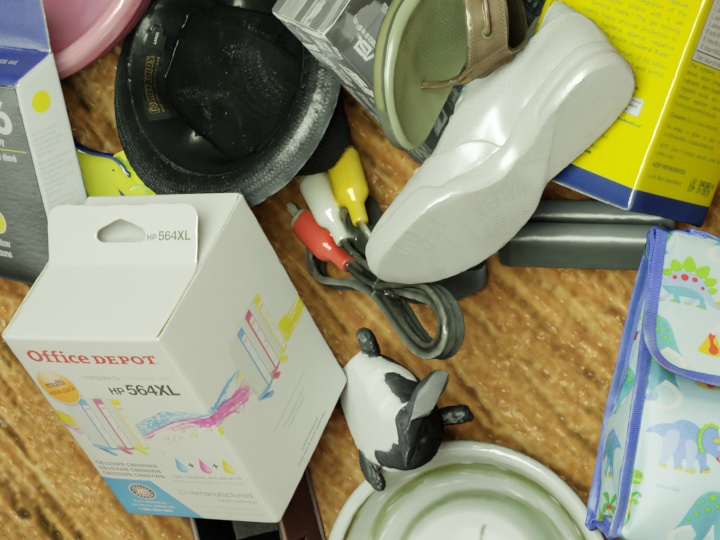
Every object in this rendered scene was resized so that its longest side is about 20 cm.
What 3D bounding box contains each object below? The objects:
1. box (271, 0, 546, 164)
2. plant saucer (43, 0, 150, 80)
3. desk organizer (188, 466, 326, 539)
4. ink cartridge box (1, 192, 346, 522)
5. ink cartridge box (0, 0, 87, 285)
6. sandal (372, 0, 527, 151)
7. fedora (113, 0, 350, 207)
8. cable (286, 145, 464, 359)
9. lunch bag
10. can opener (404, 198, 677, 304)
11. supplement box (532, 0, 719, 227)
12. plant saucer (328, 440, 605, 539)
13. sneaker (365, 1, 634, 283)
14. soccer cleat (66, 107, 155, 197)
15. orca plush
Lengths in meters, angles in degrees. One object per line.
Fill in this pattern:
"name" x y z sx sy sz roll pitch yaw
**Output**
"box" 0.050 -0.167 1.151 0.050 0.200 0.158 29 82 36
"plant saucer" -0.203 -0.217 1.271 0.200 0.051 0.202 -9 73 32
"desk organizer" -0.061 0.219 1.284 0.071 0.077 0.201 -14 91 14
"ink cartridge box" -0.120 0.047 1.186 0.128 0.126 0.200 -1 135 32
"ink cartridge box" -0.268 -0.095 1.257 0.197 0.047 0.201 11 122 42
"sandal" 0.074 -0.158 1.094 0.057 0.080 0.201 29 79 36
"fedora" -0.069 -0.120 1.238 0.200 0.091 0.202 -12 70 34
"cable" 0.000 0.000 1.220 0.097 0.050 0.200 -61 36 29
"lunch bag" 0.244 0.084 1.172 0.169 0.127 0.201 12 85 -2
"can opener" 0.110 -0.017 1.247 0.199 0.053 0.067 -2 128 15
"supplement box" 0.182 -0.142 1.168 0.109 0.109 0.201 25 100 34
"plant saucer" 0.075 0.211 1.265 0.199 0.050 0.201 1 95 13
"sneaker" 0.074 -0.077 1.137 0.200 0.075 0.089 -43 50 15
"soccer cleat" -0.153 -0.041 1.297 0.200 0.065 0.084 34 84 6
"orca plush" 0.038 0.082 1.203 0.071 0.200 0.106 -7 79 -11
